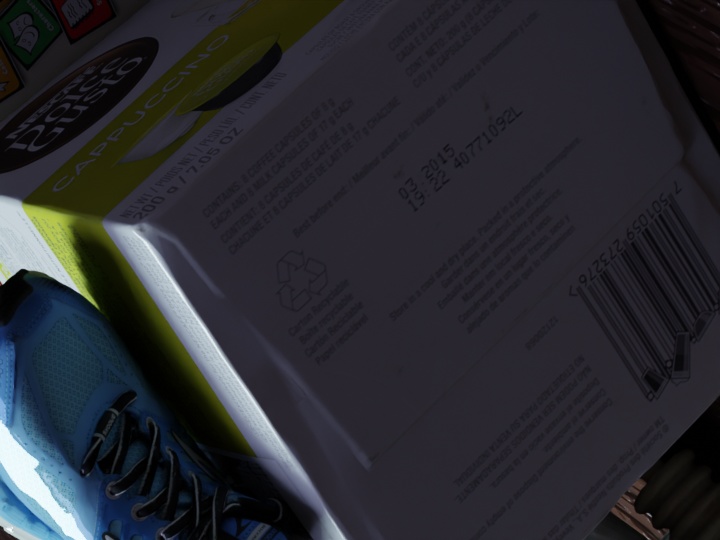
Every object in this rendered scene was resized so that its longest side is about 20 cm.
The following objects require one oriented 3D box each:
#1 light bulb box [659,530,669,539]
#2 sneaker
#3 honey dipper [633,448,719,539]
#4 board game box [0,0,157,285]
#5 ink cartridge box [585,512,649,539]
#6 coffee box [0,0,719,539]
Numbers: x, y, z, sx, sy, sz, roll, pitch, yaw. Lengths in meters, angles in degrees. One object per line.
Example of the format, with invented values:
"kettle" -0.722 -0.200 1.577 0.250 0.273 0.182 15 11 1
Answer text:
"light bulb box" 0.172 0.260 1.042 0.200 0.125 0.198 43 160 15
"sneaker" -0.060 0.077 0.708 0.090 0.078 0.200 0 134 40
"honey dipper" 0.094 0.056 0.954 0.200 0.038 0.038 43 160 14
"board game box" -0.099 -0.080 0.868 0.046 0.200 0.152 17 143 52
"ink cartridge box" 0.057 0.104 0.949 0.162 0.057 0.200 29 178 -28
"coffee box" -0.002 -0.010 0.791 0.200 0.200 0.198 57 159 -23
